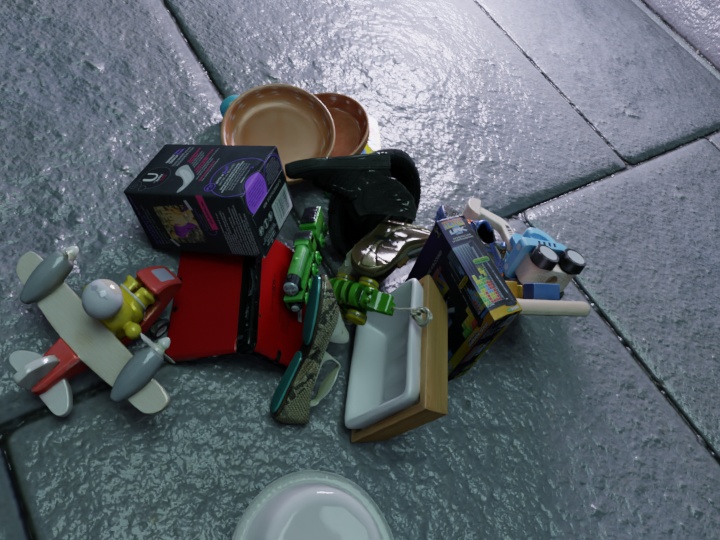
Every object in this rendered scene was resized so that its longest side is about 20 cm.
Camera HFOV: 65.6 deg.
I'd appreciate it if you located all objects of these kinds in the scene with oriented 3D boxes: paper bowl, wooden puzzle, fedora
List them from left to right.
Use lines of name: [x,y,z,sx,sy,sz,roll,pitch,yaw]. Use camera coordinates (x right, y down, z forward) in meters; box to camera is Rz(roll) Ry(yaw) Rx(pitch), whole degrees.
paper bowl: [-0.050,0.326,0.616,0.194,0.105,0.205,12,50,-15]
fedora: [0.009,-0.119,0.952,0.196,0.207,0.091,-17,32,-33]
wooden puzzle: [0.242,0.041,0.914,0.179,0.199,0.048,4,90,-22]

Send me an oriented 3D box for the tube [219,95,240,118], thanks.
tube: [-0.193,-0.222,0.992,0.076,0.051,0.203,-29,67,1]

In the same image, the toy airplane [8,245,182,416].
toy airplane: [-0.316,0.066,0.660,0.194,0.142,0.204,7,53,-19]

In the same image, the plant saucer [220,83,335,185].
plant saucer: [-0.140,-0.230,0.960,0.193,0.038,0.206,3,65,-6]

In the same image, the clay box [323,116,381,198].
clay box: [-0.016,-0.222,1.073,0.111,0.048,0.205,8,52,-16]

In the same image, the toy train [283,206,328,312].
toy train: [-0.084,-0.024,0.848,0.040,0.057,0.203,-5,41,12]

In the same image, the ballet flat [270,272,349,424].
ballet flat: [-0.057,0.109,0.744,0.073,0.068,0.206,18,94,-18]

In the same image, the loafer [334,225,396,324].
loafer: [0.000,0.000,0.886,0.076,0.067,0.201,52,54,-21]

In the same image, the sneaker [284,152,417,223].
sneaker: [-0.013,-0.118,0.835,0.193,0.060,0.108,-8,101,-16]

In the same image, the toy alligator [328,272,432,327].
toy alligator: [0.003,0.037,0.751,0.195,0.054,0.061,9,69,37]

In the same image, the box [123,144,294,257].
box: [-0.212,-0.103,0.804,0.194,0.108,0.124,6,46,20]

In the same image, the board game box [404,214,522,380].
board game box: [0.139,0.048,0.842,0.055,0.202,0.168,-15,61,-25]

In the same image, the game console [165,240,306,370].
game console: [-0.171,0.052,0.820,0.171,0.117,0.205,34,40,-41]

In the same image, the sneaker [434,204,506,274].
sneaker: [0.207,-0.065,1.022,0.073,0.080,0.201,-2,39,-33]

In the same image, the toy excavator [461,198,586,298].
toy excavator: [0.301,-0.048,1.072,0.189,0.102,0.203,8,40,-21]

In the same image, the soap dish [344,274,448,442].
soap dish: [0.054,0.129,0.782,0.080,0.156,0.204,28,47,-25]

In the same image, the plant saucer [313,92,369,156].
plant saucer: [-0.077,-0.248,1.029,0.193,0.033,0.205,-6,56,8]

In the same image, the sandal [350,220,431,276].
sandal: [0.045,-0.027,0.838,0.079,0.055,0.199,23,32,22]
